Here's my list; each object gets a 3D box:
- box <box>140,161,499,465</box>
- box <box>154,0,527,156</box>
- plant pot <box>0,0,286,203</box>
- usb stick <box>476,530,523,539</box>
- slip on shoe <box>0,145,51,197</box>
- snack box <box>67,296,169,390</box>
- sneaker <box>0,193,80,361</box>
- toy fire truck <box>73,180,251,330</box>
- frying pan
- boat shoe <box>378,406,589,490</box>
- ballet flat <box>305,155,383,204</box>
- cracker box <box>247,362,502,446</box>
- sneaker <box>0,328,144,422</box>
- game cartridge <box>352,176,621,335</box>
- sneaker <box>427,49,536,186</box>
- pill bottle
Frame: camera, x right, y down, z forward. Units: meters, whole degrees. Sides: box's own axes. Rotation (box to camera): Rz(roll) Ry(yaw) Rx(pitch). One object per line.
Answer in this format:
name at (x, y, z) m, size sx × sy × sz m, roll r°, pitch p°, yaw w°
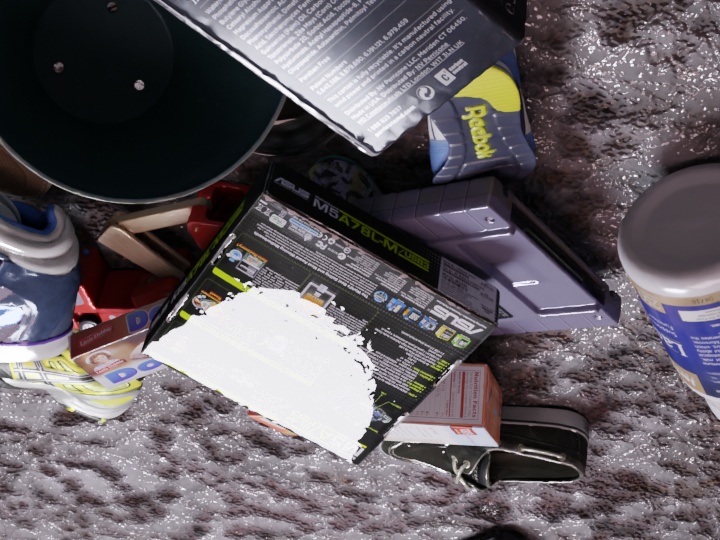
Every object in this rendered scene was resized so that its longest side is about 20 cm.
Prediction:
box at (-0.031, 0.039, 0.983) m, size 0.200 × 0.048 × 0.193 m, roll 29°, pitch 130°, yaw -15°
box at (-0.017, -0.205, 0.698) m, size 0.197 × 0.200 × 0.124 m, roll 32°, pitch 134°, yaw -24°
plant pot at (-0.155, -0.144, 0.838) m, size 0.200 × 0.200 × 0.135 m, roll 27°, pitch 175°, yaw -18°
usb stick at (0.100, 0.327, 1.437) m, size 0.055 × 0.033 × 0.200 m, roll 39°, pitch 134°, yaw -20°
slip on shoe at (-0.324, -0.106, 0.998) m, size 0.200 × 0.061 × 0.076 m, roll 37°, pitch 134°, yaw -28°
snack box at (-0.129, 0.040, 1.063) m, size 0.200 × 0.024 × 0.072 m, roll -21°, pitch 151°, yaw 7°
sneaker at (-0.318, -0.001, 1.026) m, size 0.200 × 0.081 × 0.147 m, roll -2°, pitch 120°, yaw -17°
toy fire truck at (-0.170, -0.008, 1.088) m, size 0.200 × 0.049 × 0.141 m, roll 0°, pitch 139°, yaw 15°
frying pan at (-0.050, -0.148, 0.906) m, size 0.115 × 0.031 × 0.190 m, roll 23°, pitch 136°, yaw -14°
boat shoe at (0.108, 0.164, 1.215) m, size 0.200 × 0.064 × 0.071 m, roll -3°, pitch 138°, yaw 17°
ballet flat at (0.000, 0.000, 1.042) m, size 0.072 × 0.072 × 0.200 m, roll -1°, pitch 139°, yaw 15°
cracker box at (0.017, 0.113, 1.143) m, size 0.200 × 0.058 × 0.134 m, roll 2°, pitch 167°, yaw 11°
sneaker at (-0.286, 0.069, 1.199) m, size 0.200 × 0.075 × 0.076 m, roll 22°, pitch 133°, yaw -29°
game cartridge at (0.095, -0.003, 1.000) m, size 0.130 × 0.038 × 0.200 m, roll -12°, pitch 147°, yaw 35°
sneaker at (0.077, -0.115, 0.891) m, size 0.074 × 0.082 × 0.200 m, roll -8°, pitch 158°, yaw 2°
pill bottle at (0.273, 0.027, 0.971) m, size 0.116 × 0.116 × 0.200 m, roll -12°, pitch 135°, yaw 26°
